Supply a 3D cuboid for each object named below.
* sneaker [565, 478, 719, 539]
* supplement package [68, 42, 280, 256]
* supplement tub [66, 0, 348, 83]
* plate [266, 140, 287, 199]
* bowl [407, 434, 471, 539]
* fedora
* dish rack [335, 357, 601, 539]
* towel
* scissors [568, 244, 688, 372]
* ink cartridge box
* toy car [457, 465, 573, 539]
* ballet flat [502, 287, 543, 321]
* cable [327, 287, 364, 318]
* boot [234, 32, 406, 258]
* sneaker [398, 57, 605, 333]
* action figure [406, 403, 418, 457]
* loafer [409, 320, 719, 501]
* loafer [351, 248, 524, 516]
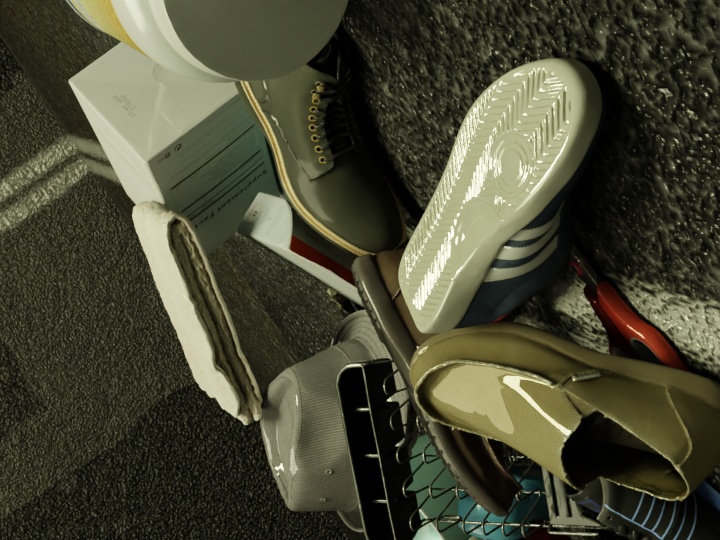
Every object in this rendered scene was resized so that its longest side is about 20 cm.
[{"bbox_3d":[0.191,0.157,0.735,0.201,0.078,0.070,53,166,2],"label":"sneaker"},{"bbox_3d":[-0.167,-0.120,1.035,0.121,0.120,0.200,45,164,21],"label":"supplement package"},{"bbox_3d":[-0.105,-0.200,0.685,0.200,0.144,0.145,35,158,51],"label":"supplement tub"},{"bbox_3d":[-0.088,-0.137,1.038,0.200,0.026,0.200,50,166,16],"label":"plate"},{"bbox_3d":[0.103,0.257,1.212,0.201,0.105,0.201,49,167,16],"label":"bowl"},{"bbox_3d":[-0.033,0.136,0.955,0.201,0.090,0.178,107,150,-41],"label":"fedora"},{"bbox_3d":[0.086,0.133,0.816,0.199,0.054,0.155,-6,99,33],"label":"dish rack"},{"bbox_3d":[-0.148,0.036,0.975,0.132,0.034,0.201,19,132,63],"label":"towel"},{"bbox_3d":[0.144,0.006,0.662,0.201,0.014,0.073,58,167,-14],"label":"scissors"},{"bbox_3d":[0.000,0.000,0.921,0.162,0.057,0.200,32,172,-26],"label":"ink cartridge box"},{"bbox_3d":[0.187,0.279,0.910,0.199,0.186,0.176,6,-177,31],"label":"toy car"},{"bbox_3d":[0.089,0.014,0.783,0.068,0.046,0.200,53,166,4],"label":"ballet flat"},{"bbox_3d":[0.047,0.063,1.104,0.200,0.050,0.097,39,148,5],"label":"cable"},{"bbox_3d":[-0.022,-0.103,0.814,0.201,0.077,0.138,53,162,-3],"label":"boot"},{"bbox_3d":[0.093,-0.039,0.606,0.200,0.084,0.075,-58,43,50],"label":"sneaker"},{"bbox_3d":[0.068,0.118,0.978,0.200,0.118,0.103,-135,43,-57],"label":"action figure"},{"bbox_3d":[0.117,0.083,0.645,0.198,0.068,0.077,7,131,24],"label":"loafer"},{"bbox_3d":[0.064,0.069,0.744,0.201,0.071,0.073,64,177,5],"label":"loafer"}]
